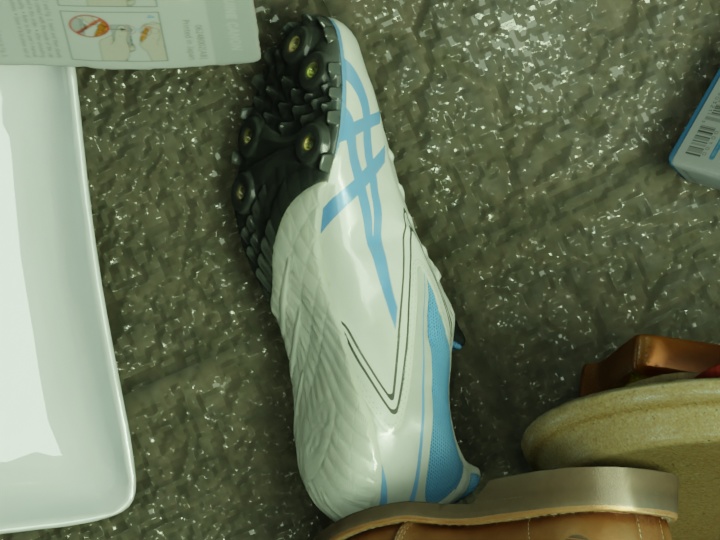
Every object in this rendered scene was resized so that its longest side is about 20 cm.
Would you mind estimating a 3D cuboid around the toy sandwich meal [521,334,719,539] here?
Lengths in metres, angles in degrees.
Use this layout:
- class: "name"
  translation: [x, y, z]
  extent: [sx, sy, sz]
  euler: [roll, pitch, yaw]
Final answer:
- class: "toy sandwich meal"
  translation: [0.151, 0.053, 1.042]
  extent: [0.204, 0.205, 0.070]
  euler: [5, 71, -1]

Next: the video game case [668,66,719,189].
- class: "video game case"
  translation: [0.220, -0.077, 1.053]
  extent: [0.018, 0.200, 0.143]
  euler: [40, 76, -40]

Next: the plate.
- class: "plate"
  translation: [-0.197, 0.010, 1.116]
  extent: [0.199, 0.032, 0.201]
  euler: [-9, 88, -2]

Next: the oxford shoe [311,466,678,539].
- class: "oxford shoe"
  translation: [0.038, 0.119, 1.041]
  extent: [0.071, 0.200, 0.072]
  euler: [8, 75, -32]

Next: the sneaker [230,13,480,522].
- class: "sneaker"
  translation: [0.000, 0.000, 1.110]
  extent: [0.072, 0.072, 0.201]
  euler: [-2, 78, -39]

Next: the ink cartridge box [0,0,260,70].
- class: "ink cartridge box"
  translation: [-0.139, -0.134, 1.034]
  extent: [0.199, 0.160, 0.047]
  euler: [1, 62, 3]
